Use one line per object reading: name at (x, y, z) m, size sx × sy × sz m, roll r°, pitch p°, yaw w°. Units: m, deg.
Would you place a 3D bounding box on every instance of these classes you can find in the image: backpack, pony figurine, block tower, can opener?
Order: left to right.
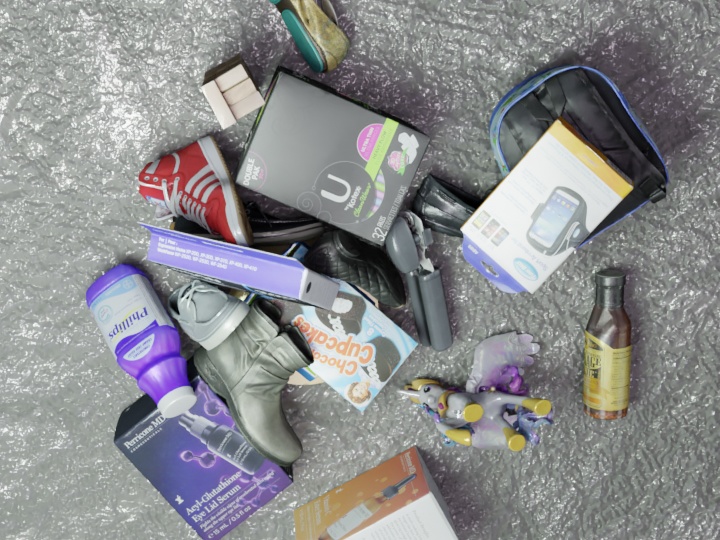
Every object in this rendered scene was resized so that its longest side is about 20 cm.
block tower at (-0.149, -0.213, 1.289) m, size 0.058 × 0.200 × 0.054 m, roll -29°, pitch 106°, yaw 3°
can opener at (0.070, 0.018, 1.432) m, size 0.067 × 0.053 × 0.201 m, roll -26°, pitch 115°, yaw -30°
pony figurine at (0.166, 0.174, 1.448) m, size 0.192 × 0.200 × 0.168 m, roll -1°, pitch 99°, yaw -21°
backpack at (0.259, -0.151, 1.373) m, size 0.182 × 0.147 × 0.201 m, roll -32°, pitch 103°, yaw 9°

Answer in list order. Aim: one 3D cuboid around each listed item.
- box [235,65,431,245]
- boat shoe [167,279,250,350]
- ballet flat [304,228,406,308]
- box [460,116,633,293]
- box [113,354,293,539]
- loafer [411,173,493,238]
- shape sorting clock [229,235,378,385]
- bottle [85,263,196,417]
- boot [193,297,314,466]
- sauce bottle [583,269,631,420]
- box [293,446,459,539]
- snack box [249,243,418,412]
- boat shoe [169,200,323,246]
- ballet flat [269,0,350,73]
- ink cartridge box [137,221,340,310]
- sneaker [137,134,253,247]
box at (-0.038, -0.144, 1.358) m, size 0.199 × 0.124 × 0.149 m, roll 23°, pitch 100°, yaw -10°
boat shoe at (-0.198, 0.049, 1.357) m, size 0.072 × 0.201 × 0.070 m, roll 45°, pitch 73°, yaw -16°
ballet flat at (0.000, 0.000, 1.400) m, size 0.057 × 0.067 × 0.200 m, roll -26°, pitch 146°, yaw 22°
box at (0.212, -0.068, 1.308) m, size 0.119 × 0.041 × 0.200 m, roll 42°, pitch 114°, yaw 1°
box at (-0.204, 0.233, 1.452) m, size 0.148 × 0.104 × 0.200 m, roll -39°, pitch 105°, yaw 6°
loafer at (0.166, -0.069, 1.427) m, size 0.199 × 0.068 × 0.071 m, roll 18°, pitch 112°, yaw -6°
shape sorting clock at (-0.075, 0.051, 1.450) m, size 0.198 × 0.039 × 0.202 m, roll -1°, pitch 94°, yaw -8°
bottle at (-0.270, 0.089, 1.375) m, size 0.083 × 0.065 × 0.201 m, roll -36°, pitch 67°, yaw 7°
boot at (-0.107, 0.142, 1.378) m, size 0.130 × 0.068 × 0.200 m, roll -34°, pitch 99°, yaw 21°
sauce bottle at (0.335, 0.100, 1.494) m, size 0.065 × 0.066 × 0.202 m, roll -3°, pitch 103°, yaw -5°
box at (0.021, 0.353, 1.481) m, size 0.199 × 0.152 × 0.107 m, roll -29°, pitch 105°, yaw 2°
snack box at (-0.038, 0.074, 1.417) m, size 0.200 × 0.037 × 0.116 m, roll 40°, pitch 89°, yaw -8°
boat shoe at (-0.146, -0.061, 1.392) m, size 0.198 × 0.075 × 0.063 m, roll 0°, pitch 86°, yaw 4°
ballet flat at (-0.079, -0.336, 1.340) m, size 0.070 × 0.071 × 0.201 m, roll -34°, pitch 105°, yaw 4°
ink cartridge box at (-0.142, -0.001, 1.292) m, size 0.197 × 0.200 × 0.044 m, roll 13°, pitch 84°, yaw 15°
sneaker at (-0.202, -0.079, 1.324) m, size 0.112 × 0.200 × 0.072 m, roll -21°, pitch 133°, yaw -7°
